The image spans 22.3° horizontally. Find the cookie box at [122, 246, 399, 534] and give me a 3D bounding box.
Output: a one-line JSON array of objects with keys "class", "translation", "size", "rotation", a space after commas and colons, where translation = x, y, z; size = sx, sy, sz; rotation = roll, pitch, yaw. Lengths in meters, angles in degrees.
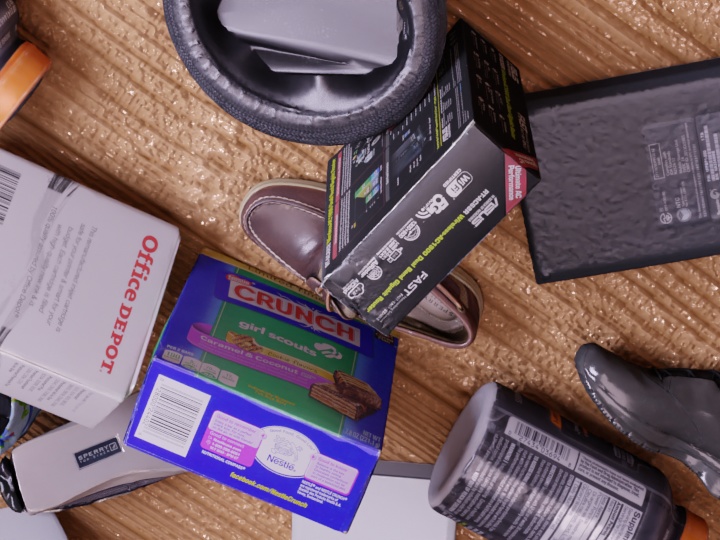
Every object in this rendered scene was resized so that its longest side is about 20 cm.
[{"class": "cookie box", "translation": [-0.065, 0.081, 1.313], "size": [0.170, 0.200, 0.076], "rotation": [23, 112, -5]}]

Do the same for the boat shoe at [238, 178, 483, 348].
[{"class": "boat shoe", "translation": [0.000, 0.000, 1.341], "size": [0.199, 0.072, 0.072], "rotation": [31, 112, -7]}]

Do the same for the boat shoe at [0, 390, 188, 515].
[{"class": "boat shoe", "translation": [-0.187, 0.137, 1.427], "size": [0.198, 0.093, 0.075], "rotation": [-15, 85, -15]}]

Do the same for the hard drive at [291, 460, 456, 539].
[{"class": "hard drive", "translation": [0.009, 0.246, 1.469], "size": [0.130, 0.026, 0.202], "rotation": [4, 113, 4]}]

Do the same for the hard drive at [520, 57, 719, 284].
[{"class": "hard drive", "translation": [0.210, -0.072, 1.310], "size": [0.198, 0.033, 0.141], "rotation": [-10, 111, 10]}]

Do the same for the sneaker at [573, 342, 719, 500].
[{"class": "sneaker", "translation": [0.248, 0.102, 1.366], "size": [0.199, 0.076, 0.091], "rotation": [33, 102, -14]}]

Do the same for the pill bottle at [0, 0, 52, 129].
[{"class": "pill bottle", "translation": [-0.313, -0.181, 1.281], "size": [0.200, 0.106, 0.106], "rotation": [39, 111, -10]}]

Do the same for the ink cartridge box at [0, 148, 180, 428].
[{"class": "ink cartridge box", "translation": [-0.247, 0.006, 1.306], "size": [0.199, 0.147, 0.084], "rotation": [25, 150, -16]}]

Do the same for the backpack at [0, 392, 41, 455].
[{"class": "backpack", "translation": [-0.331, 0.063, 1.377], "size": [0.199, 0.154, 0.164], "rotation": [38, 108, 12]}]

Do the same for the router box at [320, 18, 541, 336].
[{"class": "router box", "translation": [0.044, -0.067, 1.238], "size": [0.062, 0.200, 0.150], "rotation": [38, 112, -17]}]

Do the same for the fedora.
[{"class": "fedora", "translation": [-0.032, -0.185, 1.255], "size": [0.199, 0.092, 0.203], "rotation": [5, 110, 13]}]

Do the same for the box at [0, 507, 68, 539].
[{"class": "box", "translation": [-0.321, 0.288, 1.436], "size": [0.198, 0.106, 0.154], "rotation": [-11, 114, -19]}]

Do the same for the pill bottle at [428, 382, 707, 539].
[{"class": "pill bottle", "translation": [0.159, 0.175, 1.371], "size": [0.199, 0.106, 0.107], "rotation": [28, 113, -6]}]
